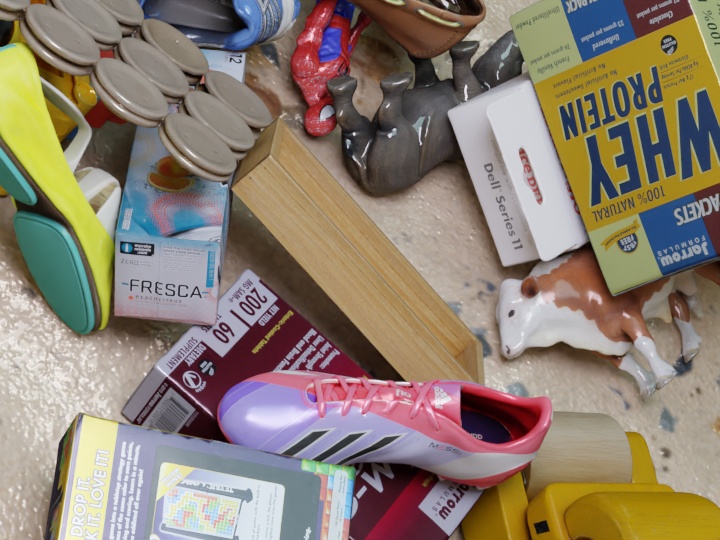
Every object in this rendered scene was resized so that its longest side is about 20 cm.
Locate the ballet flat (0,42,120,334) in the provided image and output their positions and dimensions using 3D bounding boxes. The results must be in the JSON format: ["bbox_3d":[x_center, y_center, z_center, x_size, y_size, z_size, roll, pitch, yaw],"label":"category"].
[{"bbox_3d":[-0.176,-0.050,1.401,0.067,0.200,0.067,22,58,42],"label":"ballet flat"}]

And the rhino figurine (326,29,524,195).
[{"bbox_3d":[0.058,-0.114,1.655,0.060,0.088,0.200,14,30,40],"label":"rhino figurine"}]

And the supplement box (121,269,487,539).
[{"bbox_3d":[-0.032,0.106,1.450,0.200,0.061,0.109,41,47,1],"label":"supplement box"}]

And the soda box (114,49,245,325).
[{"bbox_3d":[-0.109,-0.056,1.479,0.063,0.069,0.200,5,39,-2],"label":"soda box"}]

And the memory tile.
[{"bbox_3d":[-0.143,-0.130,1.409,0.200,0.017,0.153,38,21,-5],"label":"memory tile"}]

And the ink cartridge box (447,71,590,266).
[{"bbox_3d":[0.132,-0.078,1.632,0.200,0.067,0.117,-28,100,-50],"label":"ink cartridge box"}]

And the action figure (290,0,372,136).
[{"bbox_3d":[-0.014,-0.185,1.646,0.052,0.065,0.201,6,72,16],"label":"action figure"}]

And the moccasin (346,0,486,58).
[{"bbox_3d":[-0.005,-0.216,1.562,0.201,0.078,0.074,42,56,-12],"label":"moccasin"}]

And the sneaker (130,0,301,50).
[{"bbox_3d":[-0.141,-0.188,1.545,0.199,0.077,0.085,13,26,9],"label":"sneaker"}]

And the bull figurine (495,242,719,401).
[{"bbox_3d":[0.177,0.022,1.633,0.122,0.065,0.200,50,48,5],"label":"bull figurine"}]

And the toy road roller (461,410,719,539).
[{"bbox_3d":[0.151,0.158,1.462,0.123,0.146,0.201,4,56,-29],"label":"toy road roller"}]

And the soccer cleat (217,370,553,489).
[{"bbox_3d":[0.016,0.084,1.400,0.199,0.076,0.067,11,53,-24],"label":"soccer cleat"}]

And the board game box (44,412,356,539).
[{"bbox_3d":[-0.095,0.193,1.317,0.165,0.057,0.201,13,65,-13],"label":"board game box"}]

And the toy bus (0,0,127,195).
[{"bbox_3d":[-0.232,-0.150,1.481,0.192,0.136,0.200,12,49,-40],"label":"toy bus"}]

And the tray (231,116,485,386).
[{"bbox_3d":[0.000,0.000,1.501,0.200,0.037,0.099,49,12,-12],"label":"tray"}]

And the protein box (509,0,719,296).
[{"bbox_3d":[0.235,-0.112,1.598,0.200,0.135,0.199,-18,87,-51],"label":"protein box"}]
